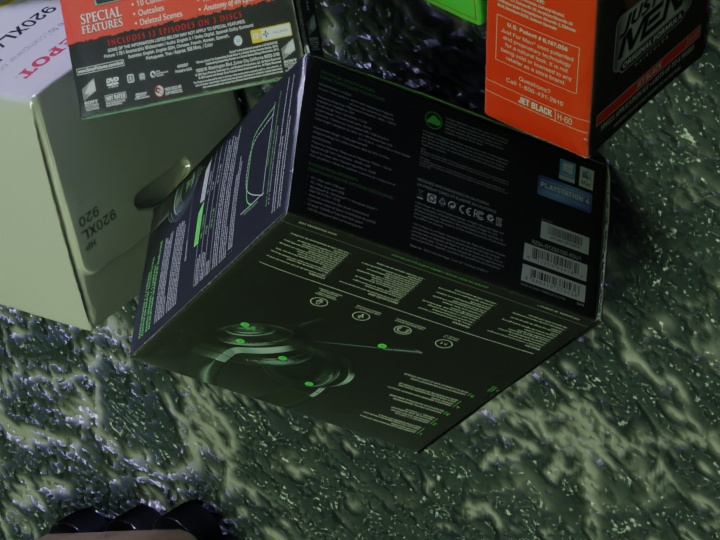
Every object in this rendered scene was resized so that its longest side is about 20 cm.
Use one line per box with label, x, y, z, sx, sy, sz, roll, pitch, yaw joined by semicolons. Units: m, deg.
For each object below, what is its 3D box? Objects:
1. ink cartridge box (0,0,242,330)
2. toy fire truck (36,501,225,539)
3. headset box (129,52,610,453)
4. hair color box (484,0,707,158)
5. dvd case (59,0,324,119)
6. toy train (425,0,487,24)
ink cartridge box;-0.183;-0.081;1.617;0.200;0.147;0.145;14;130;37
toy fire truck;-0.131;0.253;1.893;0.176;0.128;0.201;-9;105;49
headset box;0.000;0.000;1.483;0.174;0.093;0.200;19;148;-20
hair color box;0.107;-0.161;1.293;0.061;0.101;0.201;25;137;28
dvd case;-0.096;-0.184;1.458;0.146;0.022;0.201;-9;93;34
toy train;-0.009;-0.177;1.450;0.200;0.042;0.056;28;149;27
